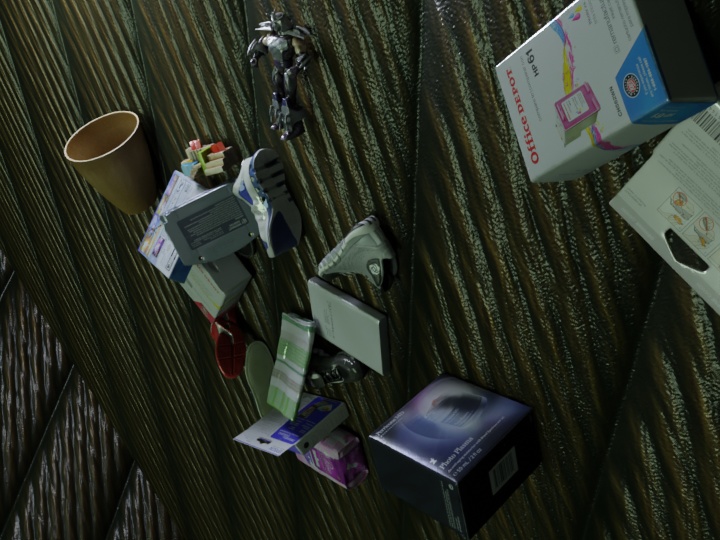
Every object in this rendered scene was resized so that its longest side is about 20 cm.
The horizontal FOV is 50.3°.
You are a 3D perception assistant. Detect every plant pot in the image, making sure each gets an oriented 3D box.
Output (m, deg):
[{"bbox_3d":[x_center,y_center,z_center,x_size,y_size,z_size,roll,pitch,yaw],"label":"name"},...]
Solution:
[{"bbox_3d":[-0.564,-0.238,1.815,0.185,0.186,0.202,25,149,40],"label":"plant pot"}]

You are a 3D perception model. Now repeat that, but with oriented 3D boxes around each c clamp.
[{"bbox_3d":[-0.287,-0.111,1.670,0.198,0.027,0.173,18,135,43],"label":"c clamp"}]

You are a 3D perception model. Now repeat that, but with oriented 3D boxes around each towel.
[{"bbox_3d":[-0.148,0.195,1.599,0.149,0.030,0.204,13,91,64],"label":"towel"}]

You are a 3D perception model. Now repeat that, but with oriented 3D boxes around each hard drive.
[{"bbox_3d":[-0.022,0.106,1.489,0.198,0.026,0.134,28,136,39],"label":"hard drive"}]

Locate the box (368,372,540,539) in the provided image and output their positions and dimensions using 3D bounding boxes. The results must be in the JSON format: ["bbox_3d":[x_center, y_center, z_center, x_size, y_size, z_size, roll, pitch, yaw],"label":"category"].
[{"bbox_3d":[0.152,0.292,1.249,0.196,0.199,0.125,15,129,45],"label":"box"}]

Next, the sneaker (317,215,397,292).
[{"bbox_3d":[0.000,0.000,1.335,0.116,0.075,0.200,52,145,5],"label":"sneaker"}]

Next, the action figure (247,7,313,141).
[{"bbox_3d":[-0.125,-0.322,1.246,0.129,0.069,0.203,31,135,42],"label":"action figure"}]

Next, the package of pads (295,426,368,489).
[{"bbox_3d":[-0.078,0.408,1.759,0.198,0.075,0.122,18,132,45],"label":"package of pads"}]

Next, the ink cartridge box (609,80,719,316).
[{"bbox_3d":[0.386,-0.063,0.800,0.201,0.044,0.177,49,144,15],"label":"ink cartridge box"}]

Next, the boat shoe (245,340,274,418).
[{"bbox_3d":[-0.240,0.266,1.861,0.066,0.073,0.203,13,120,69],"label":"boat shoe"}]

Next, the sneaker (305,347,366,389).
[{"bbox_3d":[-0.070,0.210,1.575,0.198,0.090,0.068,2,119,52],"label":"sneaker"}]

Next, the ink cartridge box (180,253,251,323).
[{"bbox_3d":[-0.339,0.014,1.762,0.146,0.083,0.200,51,151,5],"label":"ink cartridge box"}]

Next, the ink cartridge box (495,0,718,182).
[{"bbox_3d":[0.248,-0.197,0.808,0.199,0.083,0.147,-32,71,58],"label":"ink cartridge box"}]

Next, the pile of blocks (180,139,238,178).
[{"bbox_3d":[-0.331,-0.233,1.573,0.198,0.082,0.063,6,122,51],"label":"pile of blocks"}]

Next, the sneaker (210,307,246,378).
[{"bbox_3d":[-0.325,0.177,1.879,0.116,0.077,0.204,115,148,-64],"label":"sneaker"}]

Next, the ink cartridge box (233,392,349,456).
[{"bbox_3d":[-0.153,0.347,1.695,0.196,0.199,0.044,1,118,52],"label":"ink cartridge box"}]

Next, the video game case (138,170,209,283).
[{"bbox_3d":[-0.393,-0.098,1.666,0.180,0.045,0.203,30,95,47],"label":"video game case"}]

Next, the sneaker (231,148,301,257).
[{"bbox_3d":[-0.185,-0.134,1.475,0.114,0.080,0.203,9,116,53],"label":"sneaker"}]

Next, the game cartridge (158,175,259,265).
[{"bbox_3d":[-0.293,-0.095,1.556,0.041,0.197,0.135,-88,-27,-73],"label":"game cartridge"}]
